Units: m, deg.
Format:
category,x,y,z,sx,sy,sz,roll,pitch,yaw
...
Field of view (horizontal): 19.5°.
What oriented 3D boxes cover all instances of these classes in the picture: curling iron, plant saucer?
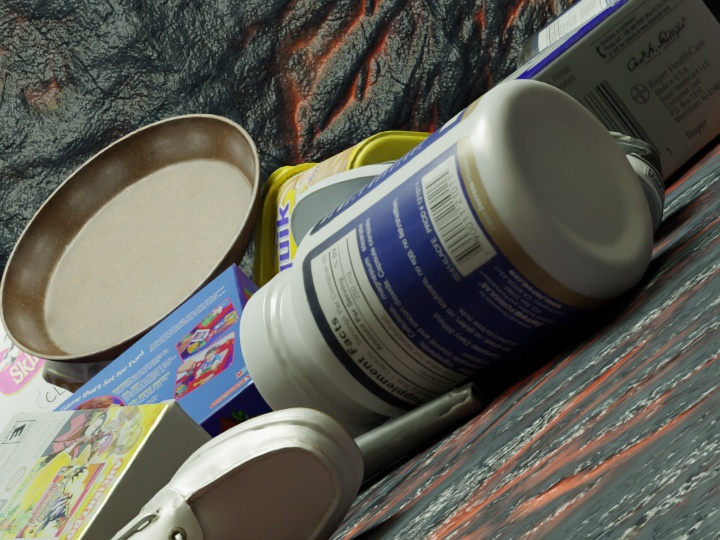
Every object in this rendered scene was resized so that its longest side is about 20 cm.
category,x,y,z,sx,sy,sz,roll,pitch,yaw
curling iron,-0.018,0.095,1.042,0.200,0.025,0.050,-30,42,39
plant saucer,-0.142,-0.015,1.342,0.199,0.035,0.201,-22,41,20

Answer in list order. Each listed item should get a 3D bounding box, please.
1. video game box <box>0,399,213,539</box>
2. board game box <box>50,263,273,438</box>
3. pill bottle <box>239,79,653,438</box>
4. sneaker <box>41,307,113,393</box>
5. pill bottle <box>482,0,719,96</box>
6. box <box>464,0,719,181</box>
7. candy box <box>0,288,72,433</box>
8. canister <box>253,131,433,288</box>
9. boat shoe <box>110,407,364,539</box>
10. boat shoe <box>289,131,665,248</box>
category,x,y,z,sx,sy,sz,roll,pitch,yaw
video game box,-0.178,0.159,1.074,0.182,0.047,0.200,-12,41,57
board game box,-0.127,0.101,1.196,0.200,0.045,0.135,-38,27,11
pill bottle,0.037,0.003,1.037,0.200,0.116,0.116,-35,4,36
sneaker,-0.154,0.091,1.360,0.074,0.115,0.201,77,-161,-52
pill bottle,0.191,-0.156,1.599,0.200,0.112,0.112,-36,4,31
box,0.123,-0.078,1.320,0.184,0.105,0.200,-39,3,-22
candy box,-0.181,0.087,1.442,0.168,0.200,0.072,-39,-26,-11
canister,0.000,0.000,1.248,0.086,0.150,0.200,3,-6,-17
boat shoe,-0.080,0.137,0.917,0.200,0.071,0.069,-40,9,22
boat shoe,0.063,-0.042,1.121,0.198,0.074,0.068,-10,28,14
